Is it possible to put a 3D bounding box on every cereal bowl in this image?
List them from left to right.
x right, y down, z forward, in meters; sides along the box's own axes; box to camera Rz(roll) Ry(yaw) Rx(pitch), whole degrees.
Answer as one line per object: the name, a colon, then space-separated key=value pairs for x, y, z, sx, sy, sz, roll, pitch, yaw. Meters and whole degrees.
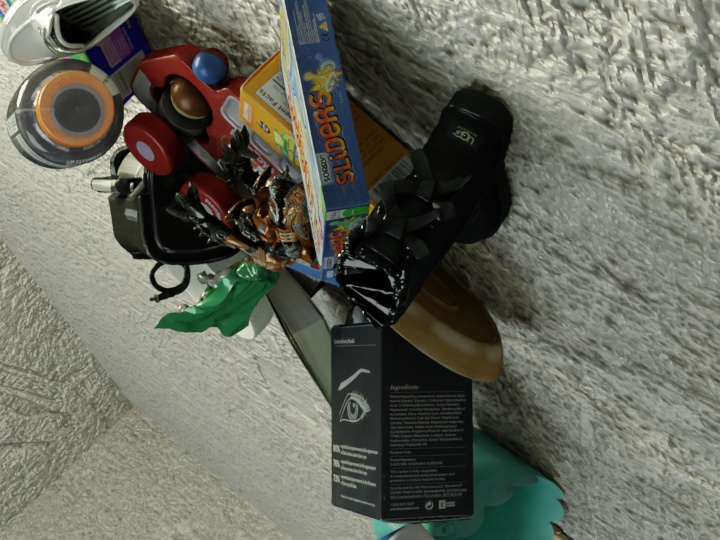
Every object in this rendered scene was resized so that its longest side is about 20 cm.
cereal bowl: x=-0.182 y=-0.006 z=1.611 sx=0.200 sy=0.083 sz=0.200 roll=40 pitch=162 yaw=16

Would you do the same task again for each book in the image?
book: x=-0.057 y=0.087 z=1.451 sx=0.134 sy=0.048 sz=0.200 roll=55 pitch=173 yaw=44

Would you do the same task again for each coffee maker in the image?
coffee maker: x=-0.205 y=-0.058 z=1.395 sx=0.192 sy=0.135 sz=0.200 roll=65 pitch=164 yaw=-15

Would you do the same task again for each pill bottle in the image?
pill bottle: x=-0.298 y=-0.157 z=1.233 sx=0.106 sy=0.106 sz=0.200 roll=50 pitch=167 yaw=-15

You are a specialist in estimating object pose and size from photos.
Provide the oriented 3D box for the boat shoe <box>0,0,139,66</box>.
boat shoe: x=-0.287 y=-0.243 z=1.181 sx=0.200 sy=0.067 sz=0.074 roll=-27 pitch=134 yaw=34

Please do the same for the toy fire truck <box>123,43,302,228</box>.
toy fire truck: x=-0.132 y=-0.141 z=1.180 sx=0.200 sy=0.112 sz=0.168 roll=46 pitch=149 yaw=-3

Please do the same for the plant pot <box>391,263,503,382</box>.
plant pot: x=0.056 y=0.020 z=1.093 sx=0.200 sy=0.027 sz=0.200 roll=37 pitch=-164 yaw=-13

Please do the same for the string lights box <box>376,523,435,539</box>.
string lights box: x=0.044 y=0.337 z=1.303 sx=0.103 sy=0.059 sz=0.200 roll=50 pitch=156 yaw=6

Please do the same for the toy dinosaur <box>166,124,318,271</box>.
toy dinosaur: x=-0.092 y=-0.040 z=1.092 sx=0.136 sy=0.102 sz=0.200 roll=38 pitch=139 yaw=3

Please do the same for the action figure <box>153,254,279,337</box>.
action figure: x=-0.145 y=0.023 z=1.354 sx=0.200 sy=0.118 sz=0.055 roll=-37 pitch=62 yaw=56

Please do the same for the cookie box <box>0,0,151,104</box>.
cookie box: x=-0.332 y=-0.290 z=1.330 sx=0.200 sy=0.075 sz=0.171 roll=33 pitch=158 yaw=32

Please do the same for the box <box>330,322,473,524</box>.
box: x=0.040 y=0.152 z=1.265 sx=0.148 sy=0.104 sz=0.200 roll=172 pitch=99 yaw=-68

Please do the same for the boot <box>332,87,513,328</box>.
boot: x=0.049 y=-0.028 z=0.912 sx=0.073 sy=0.162 sz=0.198 roll=28 pitch=159 yaw=13

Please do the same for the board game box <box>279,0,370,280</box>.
board game box: x=-0.030 y=-0.110 z=0.947 sx=0.135 sy=0.034 sz=0.200 roll=96 pitch=163 yaw=-67

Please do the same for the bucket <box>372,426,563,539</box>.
bucket: x=0.121 y=0.286 z=1.410 sx=0.135 sy=0.207 sz=0.207 roll=37 pitch=161 yaw=36

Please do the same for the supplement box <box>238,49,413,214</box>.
supplement box: x=-0.015 y=-0.102 z=1.061 sx=0.200 sy=0.069 sz=0.067 roll=44 pitch=161 yaw=10

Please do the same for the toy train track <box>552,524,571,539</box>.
toy train track: x=0.252 y=0.349 z=1.511 sx=0.200 sy=0.033 sz=0.115 roll=34 pitch=159 yaw=29

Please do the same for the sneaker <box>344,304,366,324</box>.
sneaker: x=0.039 y=0.111 z=1.430 sx=0.077 sy=0.076 sz=0.200 roll=0 pitch=135 yaw=30

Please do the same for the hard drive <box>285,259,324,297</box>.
hard drive: x=-0.091 y=-0.036 z=1.421 sx=0.140 sy=0.038 sz=0.200 roll=45 pitch=163 yaw=1

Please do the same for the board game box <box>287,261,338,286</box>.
board game box: x=0.000 y=0.000 z=1.252 sx=0.200 sy=0.039 sz=0.158 roll=19 pitch=176 yaw=20
